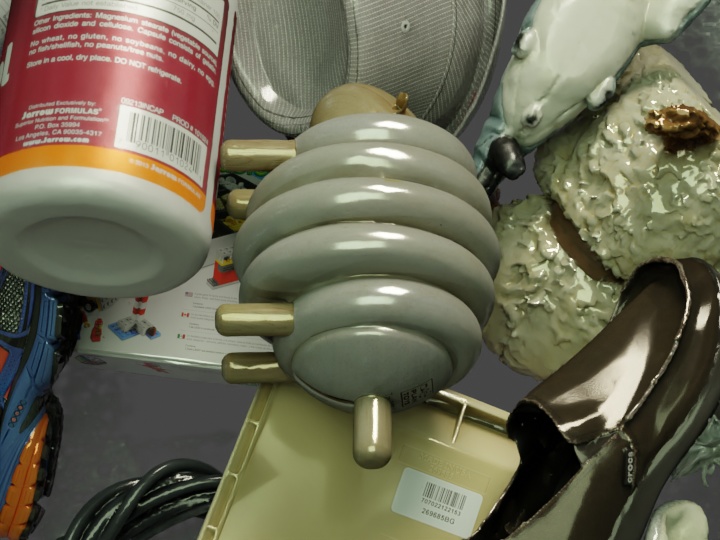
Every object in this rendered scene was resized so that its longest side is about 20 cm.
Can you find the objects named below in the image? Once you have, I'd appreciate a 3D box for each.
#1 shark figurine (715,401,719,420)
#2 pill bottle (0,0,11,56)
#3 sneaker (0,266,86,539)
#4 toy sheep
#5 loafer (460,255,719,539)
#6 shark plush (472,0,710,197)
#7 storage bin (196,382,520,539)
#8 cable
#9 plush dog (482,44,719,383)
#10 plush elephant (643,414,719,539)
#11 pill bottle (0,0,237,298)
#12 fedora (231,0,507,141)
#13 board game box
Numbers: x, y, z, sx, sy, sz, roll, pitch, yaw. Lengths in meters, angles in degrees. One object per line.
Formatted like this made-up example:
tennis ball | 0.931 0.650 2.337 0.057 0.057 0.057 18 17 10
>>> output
shark figurine | 0.264 0.067 1.004 0.214 0.128 0.090 -4 46 -24
pill bottle | -0.231 -0.173 1.107 0.112 0.112 0.200 38 78 15
sneaker | -0.189 0.042 1.017 0.078 0.075 0.200 11 98 -2
toy sheep | 0.000 0.000 0.919 0.138 0.138 0.200 -2 65 4
loafer | 0.110 0.071 0.911 0.071 0.073 0.200 35 68 -21
shark plush | 0.107 -0.096 1.006 0.091 0.083 0.200 24 78 -4
storage bin | 0.014 0.160 0.966 0.200 0.094 0.199 21 69 0
cable | -0.100 0.192 1.009 0.200 0.051 0.163 -38 72 -10
plush dog | 0.132 -0.013 1.023 0.172 0.160 0.200 -46 73 15
plush elephant | 0.198 0.165 0.941 0.200 0.165 0.155 24 69 30
pill bottle | -0.119 -0.097 0.962 0.113 0.113 0.200 2 62 5
fedora | -0.013 -0.145 1.024 0.177 0.090 0.200 2 92 41
board game box | -0.067 -0.002 1.078 0.200 0.035 0.126 7 71 7
